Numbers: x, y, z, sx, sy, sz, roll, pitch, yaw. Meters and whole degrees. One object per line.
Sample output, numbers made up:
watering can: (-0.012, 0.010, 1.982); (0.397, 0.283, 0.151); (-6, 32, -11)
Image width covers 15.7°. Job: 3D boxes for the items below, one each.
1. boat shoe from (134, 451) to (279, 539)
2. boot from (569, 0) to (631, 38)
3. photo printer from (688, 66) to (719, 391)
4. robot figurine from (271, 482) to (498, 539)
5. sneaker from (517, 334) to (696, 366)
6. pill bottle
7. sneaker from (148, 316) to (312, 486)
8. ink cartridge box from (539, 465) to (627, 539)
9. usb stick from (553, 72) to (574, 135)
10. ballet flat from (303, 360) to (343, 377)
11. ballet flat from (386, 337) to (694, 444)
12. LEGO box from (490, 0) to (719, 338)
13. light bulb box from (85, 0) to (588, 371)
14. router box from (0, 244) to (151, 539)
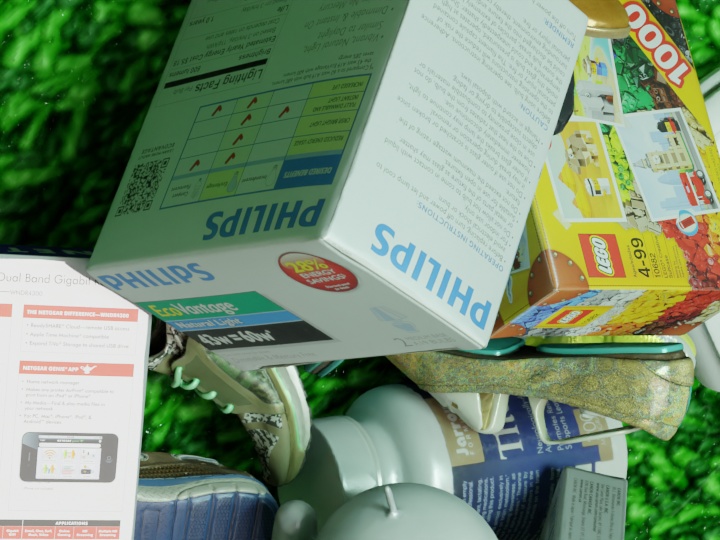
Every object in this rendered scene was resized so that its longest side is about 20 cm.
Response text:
boat shoe: (-0.150, 0.139, 1.502); (0.200, 0.072, 0.072); (6, 107, -26)
boot: (0.078, -0.223, 1.418); (0.201, 0.071, 0.144); (24, 104, 2)
photo printer: (0.250, -0.040, 1.673); (0.166, 0.069, 0.200); (-39, 128, -11)
robot figurine: (0.018, 0.195, 1.484); (0.113, 0.170, 0.200); (-53, 171, -36)
sneaker: (0.114, 0.012, 1.620); (0.200, 0.105, 0.076); (31, 111, -11)
pill bottle: (0.055, 0.120, 1.602); (0.200, 0.111, 0.111); (-6, 116, -31)
sneaker: (-0.090, 0.044, 1.506); (0.089, 0.077, 0.200); (-22, 117, -10)
ink cartridge box: (0.110, 0.243, 1.527); (0.044, 0.200, 0.174); (13, 126, 0)
usb stick: (0.038, -0.074, 1.451); (0.033, 0.200, 0.055); (32, 54, -35)
ballet flat: (0.000, 0.000, 1.499); (0.070, 0.200, 0.067); (43, 58, -5)
ballet flat: (0.097, 0.068, 1.530); (0.071, 0.200, 0.071); (4, 90, -68)
LEGO box: (0.126, -0.065, 1.503); (0.149, 0.200, 0.077); (0, 156, -33)
light bulb box: (-0.012, -0.065, 1.363); (0.125, 0.198, 0.200); (35, 64, -34)
router box: (-0.216, 0.075, 1.393); (0.200, 0.049, 0.180); (4, 96, -22)
